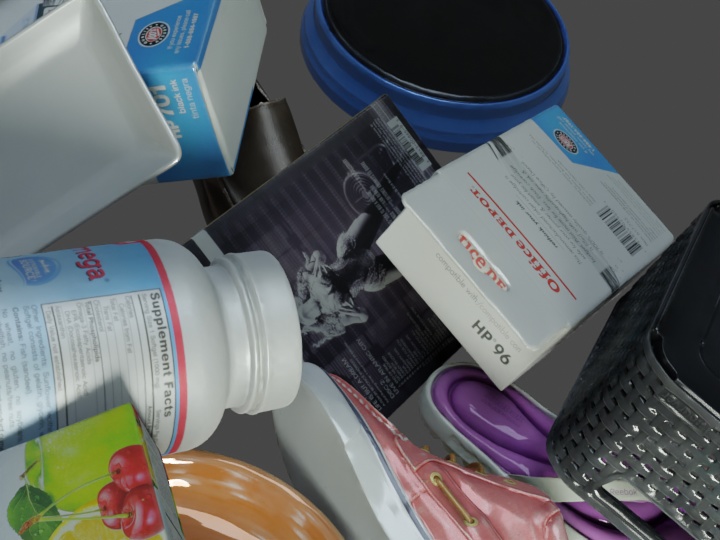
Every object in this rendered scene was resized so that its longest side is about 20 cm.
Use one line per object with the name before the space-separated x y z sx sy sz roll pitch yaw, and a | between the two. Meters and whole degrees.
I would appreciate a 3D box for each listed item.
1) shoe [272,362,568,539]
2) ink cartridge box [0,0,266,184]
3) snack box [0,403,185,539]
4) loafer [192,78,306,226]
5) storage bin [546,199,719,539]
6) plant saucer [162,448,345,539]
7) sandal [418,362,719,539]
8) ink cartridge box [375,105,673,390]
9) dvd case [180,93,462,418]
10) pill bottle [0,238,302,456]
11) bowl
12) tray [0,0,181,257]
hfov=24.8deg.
shoe | 0.037 0.124 0.858 0.090 0.072 0.201 -19 62 -33
ink cartridge box | -0.167 -0.122 0.980 0.197 0.086 0.147 -4 43 12
snack box | -0.171 0.160 0.721 0.198 0.053 0.143 -20 53 -2
loafer | -0.070 -0.071 1.016 0.072 0.071 0.201 -17 53 -29
storage bin | 0.200 0.067 0.897 0.135 0.094 0.200 40 34 0
plant saucer | -0.092 0.176 0.794 0.198 0.038 0.202 8 46 -8
sandal | 0.123 0.109 0.910 0.201 0.050 0.083 27 45 11
ink cartridge box | 0.090 -0.011 0.956 0.116 0.068 0.199 49 37 8
dvd case | 0.000 0.000 0.962 0.149 0.016 0.200 53 49 -3
pill bottle | -0.135 0.043 0.815 0.198 0.109 0.109 -8 49 -23
bowl | 0.056 -0.166 1.169 0.198 0.040 0.202 8 45 -8
tray | -0.199 -0.056 0.898 0.108 0.199 0.022 60 12 5
